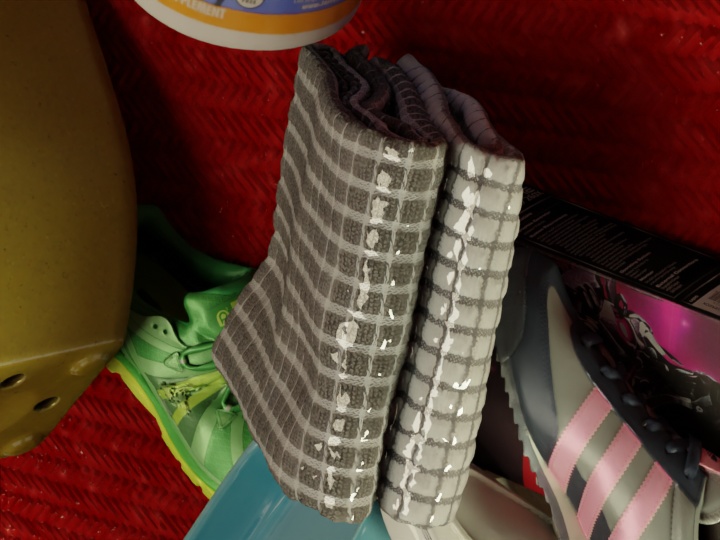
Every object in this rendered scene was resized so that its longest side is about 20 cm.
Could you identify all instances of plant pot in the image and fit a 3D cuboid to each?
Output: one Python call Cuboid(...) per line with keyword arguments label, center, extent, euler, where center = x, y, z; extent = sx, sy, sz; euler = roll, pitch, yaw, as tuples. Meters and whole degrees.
Cuboid(label="plant pot", center=(-0.216, -0.012, 1.439), extent=(0.194, 0.195, 0.201), euler=(-47, 64, 46))

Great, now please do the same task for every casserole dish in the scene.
Cuboid(label="casserole dish", center=(-0.047, 0.154, 1.359), extent=(0.039, 0.201, 0.121), euler=(35, 176, -32))

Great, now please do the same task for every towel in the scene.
Cuboid(label="towel", center=(0.000, 0.000, 1.260), extent=(0.200, 0.085, 0.167), euler=(-126, 44, -71))

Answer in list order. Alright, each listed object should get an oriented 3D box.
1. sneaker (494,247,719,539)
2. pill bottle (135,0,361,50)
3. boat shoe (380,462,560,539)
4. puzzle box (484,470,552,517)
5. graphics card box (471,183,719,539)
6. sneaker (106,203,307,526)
Cuboid(label="sneaker", center=(0.116, 0.077, 1.237), extent=(0.082, 0.070, 0.201), euler=(-20, 93, 19))
Cuboid(label="pill bottle", center=(-0.035, -0.201, 1.238), extent=(0.112, 0.112, 0.201), euler=(35, 132, 25))
Cuboid(label="boat shoe", center=(0.094, 0.145, 1.321), extent=(0.200, 0.072, 0.066), euler=(47, 131, -11))
Cuboid(label="puzzle box", center=(0.039, 0.173, 1.448), extent=(0.200, 0.025, 0.134), euler=(-21, 96, 47))
Cuboid(label="graphics card box", center=(0.127, 0.052, 1.283), extent=(0.199, 0.051, 0.126), euler=(23, 125, 33))
Cuboid(label="sneaker", center=(-0.066, 0.047, 1.446), extent=(0.200, 0.074, 0.084), euler=(43, 138, 19))
